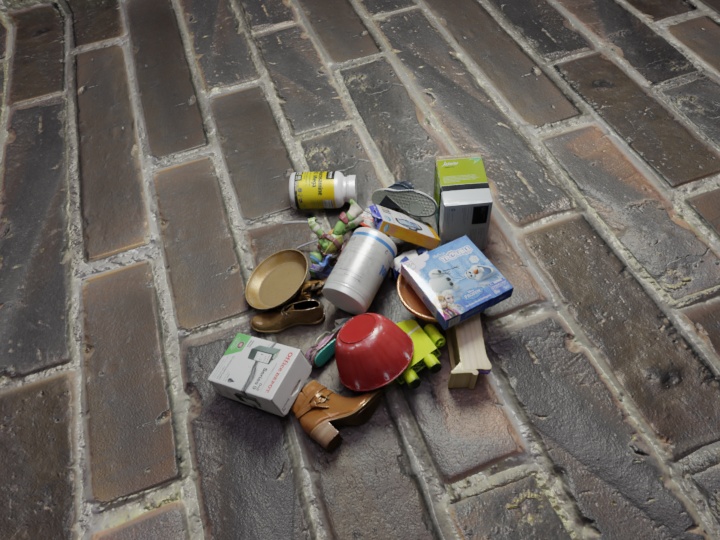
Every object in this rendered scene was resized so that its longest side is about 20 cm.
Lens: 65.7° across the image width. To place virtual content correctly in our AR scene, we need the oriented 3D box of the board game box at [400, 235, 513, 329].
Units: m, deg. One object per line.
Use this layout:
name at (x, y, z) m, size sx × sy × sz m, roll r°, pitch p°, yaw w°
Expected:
board game box at (0.234, 0.023, 1.372) m, size 0.200 × 0.043 × 0.199 m, roll -24°, pitch 53°, yaw -18°

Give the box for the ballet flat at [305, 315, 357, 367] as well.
ballet flat at (-0.062, 0.169, 1.432) m, size 0.200 × 0.069 × 0.071 m, roll -37°, pitch 39°, yaw -20°

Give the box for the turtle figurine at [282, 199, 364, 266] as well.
turtle figurine at (-0.096, -0.122, 1.537) m, size 0.194 × 0.144 × 0.200 m, roll -41°, pitch 42°, yaw -9°

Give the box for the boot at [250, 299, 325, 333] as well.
boot at (-0.197, 0.114, 1.474) m, size 0.199 × 0.076 × 0.074 m, roll -10°, pitch 56°, yaw 0°

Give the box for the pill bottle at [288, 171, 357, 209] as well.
pill bottle at (-0.112, -0.246, 1.706) m, size 0.199 × 0.113 × 0.113 m, roll -1°, pitch 53°, yaw 4°

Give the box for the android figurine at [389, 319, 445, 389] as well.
android figurine at (0.116, 0.198, 1.369) m, size 0.182 × 0.041 × 0.200 m, roll -38°, pitch 37°, yaw -2°

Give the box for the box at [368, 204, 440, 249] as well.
box at (0.113, -0.123, 1.543) m, size 0.199 × 0.042 × 0.119 m, roll 16°, pitch 24°, yaw -16°

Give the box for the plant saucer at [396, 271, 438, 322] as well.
plant saucer at (0.190, 0.050, 1.402) m, size 0.199 × 0.038 × 0.201 m, roll -1°, pitch 50°, yaw 1°

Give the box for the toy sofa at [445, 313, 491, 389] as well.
toy sofa at (0.254, 0.185, 1.373) m, size 0.097 × 0.083 × 0.201 m, roll -2°, pitch 53°, yaw -1°

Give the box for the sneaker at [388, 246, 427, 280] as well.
sneaker at (0.136, 0.019, 1.517) m, size 0.115 × 0.081 × 0.200 m, roll -8°, pitch 46°, yaw 4°

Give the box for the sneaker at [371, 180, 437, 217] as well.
sneaker at (0.154, -0.213, 1.637) m, size 0.202 × 0.077 × 0.146 m, roll 18°, pitch 23°, yaw 27°

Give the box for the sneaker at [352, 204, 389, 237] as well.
sneaker at (0.058, -0.128, 1.611) m, size 0.108 × 0.067 × 0.201 m, roll -31°, pitch 39°, yaw -18°

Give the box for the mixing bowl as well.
mixing bowl at (0.016, 0.175, 1.325) m, size 0.200 × 0.109 × 0.200 m, roll -21°, pitch 32°, yaw 14°

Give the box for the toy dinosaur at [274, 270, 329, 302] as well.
toy dinosaur at (-0.153, 0.048, 1.541) m, size 0.199 × 0.061 × 0.106 m, roll -5°, pitch 42°, yaw 18°

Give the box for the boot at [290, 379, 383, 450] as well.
boot at (-0.059, 0.309, 1.321) m, size 0.200 × 0.074 × 0.155 m, roll -34°, pitch 51°, yaw -25°

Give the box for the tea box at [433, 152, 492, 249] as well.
tea box at (0.283, -0.191, 1.574) m, size 0.133 × 0.200 × 0.197 m, roll -4°, pitch 52°, yaw 2°

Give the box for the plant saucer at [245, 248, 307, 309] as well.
plant saucer at (-0.222, 0.030, 1.524) m, size 0.200 × 0.035 × 0.201 m, roll -18°, pitch 46°, yaw 20°

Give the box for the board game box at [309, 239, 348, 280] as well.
board game box at (-0.026, -0.013, 1.574) m, size 0.199 × 0.035 × 0.136 m, roll 19°, pitch 58°, yaw 18°

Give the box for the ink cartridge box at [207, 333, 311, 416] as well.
ink cartridge box at (-0.240, 0.247, 1.346) m, size 0.199 × 0.084 × 0.146 m, roll 9°, pitch 53°, yaw 29°

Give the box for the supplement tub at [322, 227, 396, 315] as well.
supplement tub at (0.000, 0.000, 1.458) m, size 0.132 × 0.132 × 0.200 m, roll 20°, pitch 67°, yaw 19°
